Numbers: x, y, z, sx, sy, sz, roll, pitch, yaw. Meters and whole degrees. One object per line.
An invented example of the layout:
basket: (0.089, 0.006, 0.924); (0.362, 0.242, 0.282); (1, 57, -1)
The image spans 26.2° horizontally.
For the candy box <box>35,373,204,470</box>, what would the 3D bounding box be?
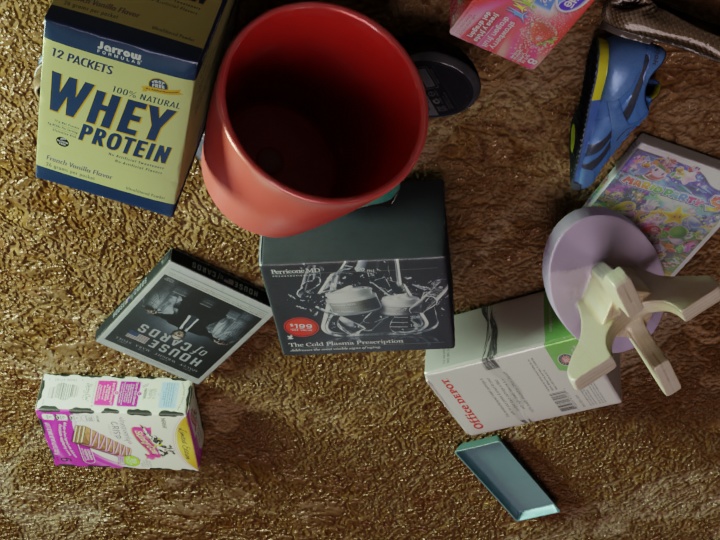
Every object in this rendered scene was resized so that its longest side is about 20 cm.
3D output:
candy box: (-0.311, 0.200, 2.020); (0.198, 0.061, 0.137); (1, 141, 4)

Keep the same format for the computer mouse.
computer mouse: (0.026, -0.193, 1.508); (0.198, 0.053, 0.139); (-2, 141, 26)

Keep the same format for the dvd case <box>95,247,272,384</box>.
dvd case: (-0.211, 0.059, 1.864); (0.150, 0.025, 0.200); (25, 137, -23)

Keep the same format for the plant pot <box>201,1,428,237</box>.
plant pot: (-0.060, -0.125, 1.441); (0.199, 0.202, 0.177); (17, 158, -16)

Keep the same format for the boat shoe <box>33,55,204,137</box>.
boat shoe: (-0.227, -0.162, 1.526); (0.198, 0.073, 0.073); (13, 132, 0)

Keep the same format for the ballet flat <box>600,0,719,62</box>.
ballet flat: (0.320, -0.224, 1.433); (0.198, 0.067, 0.047); (13, 111, -6)

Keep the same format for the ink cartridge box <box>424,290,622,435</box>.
ink cartridge box: (0.193, 0.109, 1.835); (0.199, 0.085, 0.146); (-15, 137, 22)

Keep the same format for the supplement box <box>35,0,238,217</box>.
supplement box: (-0.195, -0.199, 1.387); (0.133, 0.201, 0.200); (16, 140, -2)

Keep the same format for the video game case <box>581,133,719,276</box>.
video game case: (0.314, -0.059, 1.665); (0.142, 0.018, 0.200); (17, 140, -14)

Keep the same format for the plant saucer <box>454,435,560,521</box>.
plant saucer: (0.202, 0.283, 2.107); (0.069, 0.019, 0.200); (-17, 138, 25)

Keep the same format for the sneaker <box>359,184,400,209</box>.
sneaker: (-0.057, -0.088, 1.596); (0.198, 0.072, 0.080); (4, 153, 13)

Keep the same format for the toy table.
toy table: (0.279, 0.039, 1.644); (0.184, 0.117, 0.200); (-42, 127, 8)

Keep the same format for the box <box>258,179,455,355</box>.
box: (0.000, 0.000, 1.688); (0.198, 0.105, 0.183); (-3, 144, 6)

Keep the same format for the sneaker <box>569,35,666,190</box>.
sneaker: (0.251, -0.148, 1.523); (0.078, 0.066, 0.201); (3, 142, -4)

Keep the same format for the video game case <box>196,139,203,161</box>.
video game case: (-0.110, -0.142, 1.605); (0.142, 0.019, 0.200); (-19, 135, 26)

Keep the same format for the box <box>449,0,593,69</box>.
box: (0.164, -0.283, 1.335); (0.095, 0.100, 0.200); (21, 138, -19)
